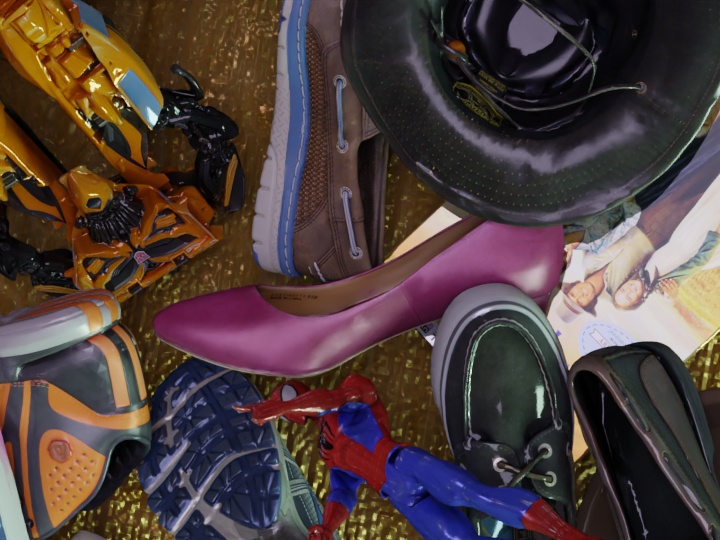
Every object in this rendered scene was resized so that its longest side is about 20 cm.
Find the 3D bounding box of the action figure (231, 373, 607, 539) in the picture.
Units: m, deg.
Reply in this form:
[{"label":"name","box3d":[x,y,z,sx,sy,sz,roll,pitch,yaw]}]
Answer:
[{"label":"action figure","box3d":[0.012,0.109,1.296,0.200,0.099,0.066,34,125,36]}]

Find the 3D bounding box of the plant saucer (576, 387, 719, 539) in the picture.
[{"label":"plant saucer","box3d":[0.190,0.157,1.342,0.199,0.029,0.202,-1,89,37]}]

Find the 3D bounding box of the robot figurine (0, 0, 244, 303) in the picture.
[{"label":"robot figurine","box3d":[-0.144,-0.056,1.348,0.144,0.058,0.200,-32,128,12]}]

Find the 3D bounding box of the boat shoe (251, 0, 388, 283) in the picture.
[{"label":"boat shoe","box3d":[-0.001,-0.091,1.369,0.072,0.072,0.202,13,109,16]}]

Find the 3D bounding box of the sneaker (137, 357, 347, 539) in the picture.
[{"label":"sneaker","box3d":[-0.047,0.136,1.381,0.077,0.085,0.201,-31,64,8]}]

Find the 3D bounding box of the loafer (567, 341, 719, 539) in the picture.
[{"label":"loafer","box3d":[0.149,0.130,1.317,0.072,0.063,0.201,-33,69,34]}]

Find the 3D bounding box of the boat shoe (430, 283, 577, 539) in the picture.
[{"label":"boat shoe","box3d":[0.078,0.104,1.339,0.068,0.057,0.201,-12,116,-6]}]

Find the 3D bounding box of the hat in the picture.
[{"label":"hat","box3d":[0.092,-0.126,1.312,0.199,0.081,0.202,4,105,13]}]

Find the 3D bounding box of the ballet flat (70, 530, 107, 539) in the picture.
[{"label":"ballet flat","box3d":[-0.155,0.168,1.382,0.199,0.072,0.073,-8,88,5]}]

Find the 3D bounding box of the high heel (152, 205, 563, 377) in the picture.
[{"label":"high heel","box3d":[0.000,0.000,1.334,0.198,0.067,0.097,3,109,-4]}]

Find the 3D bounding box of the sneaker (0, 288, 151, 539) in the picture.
[{"label":"sneaker","box3d":[-0.193,0.085,1.373,0.199,0.078,0.113,-13,99,28]}]

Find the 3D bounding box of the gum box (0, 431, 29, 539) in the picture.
[{"label":"gum box","box3d":[-0.194,0.169,1.297,0.066,0.114,0.202,-12,100,9]}]

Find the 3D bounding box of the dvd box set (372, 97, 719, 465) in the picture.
[{"label":"dvd box set","box3d":[0.123,-0.013,1.392,0.200,0.029,0.146,-42,85,2]}]
